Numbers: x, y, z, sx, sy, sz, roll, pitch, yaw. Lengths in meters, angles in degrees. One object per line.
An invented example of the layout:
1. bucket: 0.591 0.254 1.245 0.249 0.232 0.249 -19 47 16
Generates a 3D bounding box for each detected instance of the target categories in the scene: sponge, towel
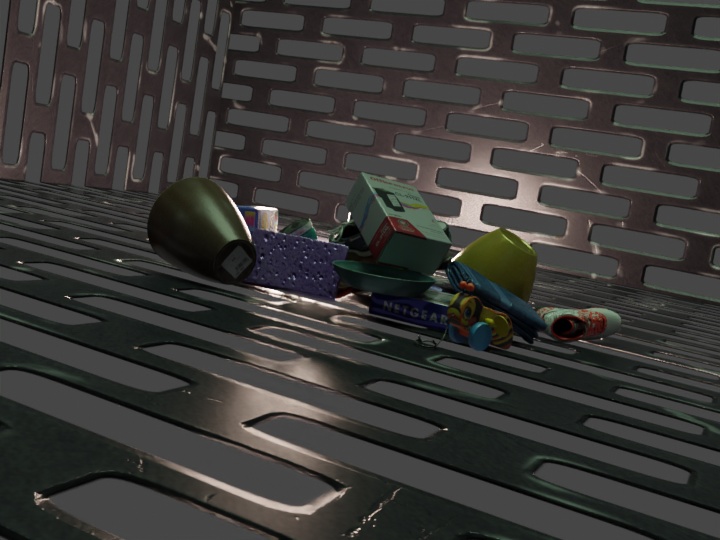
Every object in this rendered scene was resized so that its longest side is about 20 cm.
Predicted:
1. sponge: -0.130 -0.012 1.634 0.196 0.113 0.030 11 -18 9
2. towel: 0.248 0.058 1.540 0.198 0.049 0.112 29 17 -22

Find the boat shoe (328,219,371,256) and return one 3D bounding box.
1. boat shoe: -0.020 -0.072 1.767 0.074 0.062 0.199 -34 20 -16

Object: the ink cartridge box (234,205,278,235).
1. ink cartridge box: -0.254 -0.077 1.899 0.075 0.139 0.200 6 5 12

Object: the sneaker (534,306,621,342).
1. sneaker: 0.452 0.113 1.668 0.197 0.069 0.108 5 8 -10

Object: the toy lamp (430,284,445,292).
1. toy lamp: 0.085 0.039 1.787 0.197 0.059 0.058 12 6 21

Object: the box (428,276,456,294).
1. box: 0.200 0.052 1.881 0.156 0.049 0.199 13 7 29

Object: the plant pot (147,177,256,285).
1. plant pot: -0.287 -0.057 1.605 0.185 0.190 0.199 4 22 -42

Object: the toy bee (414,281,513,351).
1. toy bee: 0.190 0.077 1.378 0.129 0.111 0.199 16 8 30

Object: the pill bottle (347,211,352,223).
1. pill bottle: 0.018 -0.089 2.088 0.110 0.204 0.112 10 -6 1

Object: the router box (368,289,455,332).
1. router box: 0.138 0.073 1.594 0.197 0.050 0.179 13 7 22

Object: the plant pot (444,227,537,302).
1. plant pot: 0.303 -0.006 1.800 0.198 0.143 0.201 30 18 -11

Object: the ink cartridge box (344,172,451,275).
1. ink cartridge box: 0.071 -0.095 1.650 0.144 0.083 0.201 11 34 -32

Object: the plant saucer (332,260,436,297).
1. plant saucer: 0.041 0.017 1.544 0.196 0.037 0.200 9 6 -1

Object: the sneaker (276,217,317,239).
1. sneaker: -0.165 -0.011 1.724 0.198 0.122 0.084 -29 20 3

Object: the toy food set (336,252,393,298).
1. toy food set: 0.000 0.000 1.722 0.197 0.049 0.198 -16 18 10

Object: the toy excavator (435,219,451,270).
1. toy excavator: 0.100 -0.080 1.835 0.191 0.101 0.201 -10 32 1
